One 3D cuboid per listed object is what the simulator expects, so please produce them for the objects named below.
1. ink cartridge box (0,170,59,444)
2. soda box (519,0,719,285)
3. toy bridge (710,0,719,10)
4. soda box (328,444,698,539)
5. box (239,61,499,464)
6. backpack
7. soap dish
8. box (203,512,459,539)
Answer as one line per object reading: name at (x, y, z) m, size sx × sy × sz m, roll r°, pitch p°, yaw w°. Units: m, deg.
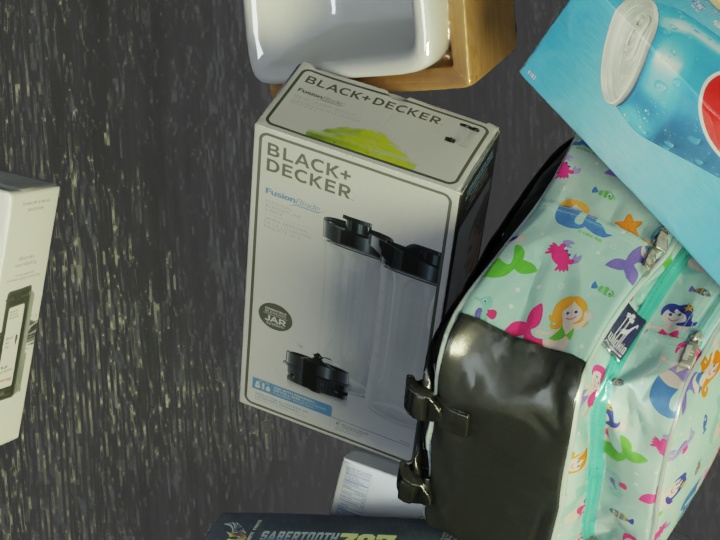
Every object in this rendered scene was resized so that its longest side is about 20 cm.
ink cartridge box at (-0.259, 0.036, 1.177) m, size 0.115 × 0.068 × 0.202 m, roll 14°, pitch 100°, yaw 15°
soda box at (0.171, -0.053, 0.915) m, size 0.200 × 0.064 × 0.068 m, roll 48°, pitch 135°, yaw 13°
toy bridge at (0.179, -0.107, 0.986) m, size 0.067 × 0.027 × 0.200 m, roll -24°, pitch 121°, yaw 35°
soda box at (0.083, 0.154, 1.082) m, size 0.199 × 0.068 × 0.064 m, roll 18°, pitch 104°, yaw 15°
box at (0.000, 0.000, 1.046) m, size 0.116 × 0.060 × 0.201 m, roll 20°, pitch 133°, yaw 14°
backpack at (0.120, 0.035, 0.988) m, size 0.150 × 0.201 × 0.178 m, roll 17°, pitch 141°, yaw 14°
soap dish at (0.007, -0.194, 1.036) m, size 0.157 × 0.081 × 0.202 m, roll 1°, pitch 98°, yaw 47°
box at (0.007, 0.227, 1.079) m, size 0.157 × 0.051 × 0.201 m, roll -2°, pitch 119°, yaw 24°
